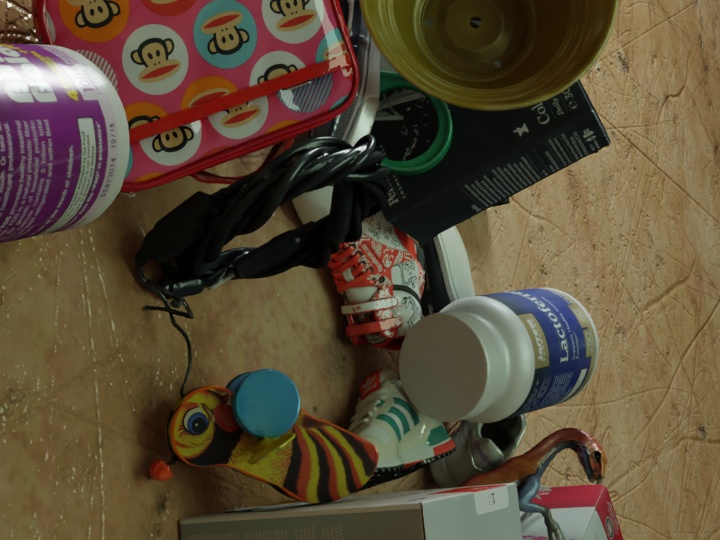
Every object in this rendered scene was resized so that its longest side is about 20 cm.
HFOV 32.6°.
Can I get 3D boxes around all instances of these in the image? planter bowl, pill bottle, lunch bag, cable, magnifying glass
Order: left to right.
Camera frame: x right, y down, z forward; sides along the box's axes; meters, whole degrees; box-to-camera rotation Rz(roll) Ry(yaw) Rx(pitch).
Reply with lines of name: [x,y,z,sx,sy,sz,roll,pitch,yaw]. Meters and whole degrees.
pill bottle: [-0.225,-0.065,0.658,0.200,0.112,0.113,-20,99,-61]
lunch bag: [-0.107,-0.139,0.827,0.082,0.199,0.177,-145,-145,-67]
cable: [-0.053,-0.032,0.869,0.163,0.200,0.051,6,58,-50]
magnifying glass: [-0.010,-0.153,1.025,0.080,0.200,0.022,-53,168,0]
planter bowl: [0.095,-0.209,0.968,0.083,0.199,0.202,105,-19,-79]
pill bottle: [0.128,0.079,1.135,0.199,0.115,0.117,-6,86,-53]

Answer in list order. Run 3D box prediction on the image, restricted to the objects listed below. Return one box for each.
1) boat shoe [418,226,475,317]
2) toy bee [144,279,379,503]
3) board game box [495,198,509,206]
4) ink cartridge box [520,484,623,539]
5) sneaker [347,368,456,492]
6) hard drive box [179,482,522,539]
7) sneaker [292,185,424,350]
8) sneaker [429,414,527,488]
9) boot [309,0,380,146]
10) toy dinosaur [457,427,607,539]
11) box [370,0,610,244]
boat shoe: [0.085,0.032,1.234,0.201,0.061,0.075,69,29,-24]
toy bee: [-0.093,0.115,0.865,0.109,0.199,0.131,-55,168,-14]
board game box: [0.106,-0.143,1.359,0.200,0.028,0.136,2,80,-60]
ink cartridge box: [0.173,0.330,1.215,0.200,0.144,0.146,-45,120,-56]
sneaker: [0.010,0.138,1.081,0.199,0.070,0.094,0,64,-59]
hard drive box: [-0.003,0.203,0.883,0.156,0.199,0.077,8,74,-60]
sneaker: [0.001,0.000,1.089,0.201,0.067,0.109,42,44,-52]
sneaker: [0.144,0.156,1.257,0.075,0.100,0.200,45,35,-4]
boot: [-0.034,-0.178,0.969,0.090,0.073,0.201,18,70,-29]
toy dinosaur: [0.142,0.208,1.142,0.182,0.105,0.200,-53,131,-5]
box: [0.085,-0.162,1.085,0.201,0.196,0.124,66,14,15]
